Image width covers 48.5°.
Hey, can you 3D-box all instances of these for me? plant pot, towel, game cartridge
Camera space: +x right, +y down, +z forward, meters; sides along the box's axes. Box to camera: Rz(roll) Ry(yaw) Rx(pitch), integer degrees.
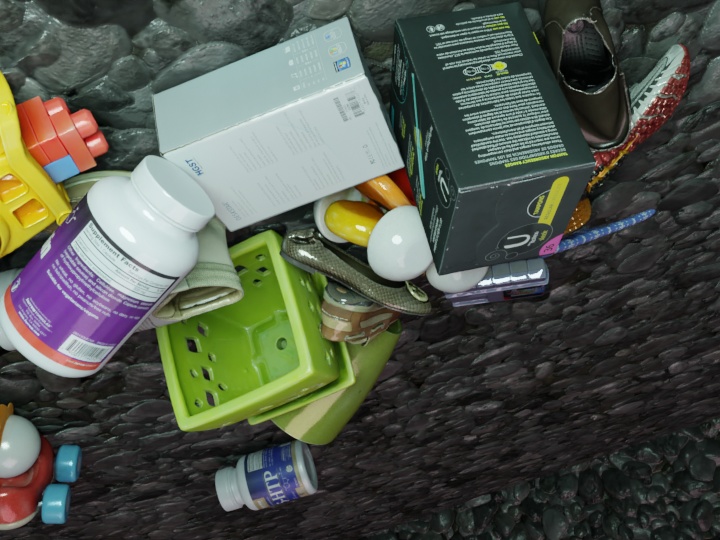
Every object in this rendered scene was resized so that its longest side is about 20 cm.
[{"bbox_3d":[-0.039,0.122,1.181,0.200,0.187,0.187,-45,142,21],"label":"plant pot"},{"bbox_3d":[0.268,-0.039,1.055,0.199,0.024,0.145,-18,178,-25],"label":"towel"},{"bbox_3d":[0.176,0.019,1.037,0.129,0.039,0.200,-4,172,10],"label":"game cartridge"},{"bbox_3d":[-0.128,0.091,1.043,0.199,0.201,0.181,-25,158,18],"label":"plant pot"}]

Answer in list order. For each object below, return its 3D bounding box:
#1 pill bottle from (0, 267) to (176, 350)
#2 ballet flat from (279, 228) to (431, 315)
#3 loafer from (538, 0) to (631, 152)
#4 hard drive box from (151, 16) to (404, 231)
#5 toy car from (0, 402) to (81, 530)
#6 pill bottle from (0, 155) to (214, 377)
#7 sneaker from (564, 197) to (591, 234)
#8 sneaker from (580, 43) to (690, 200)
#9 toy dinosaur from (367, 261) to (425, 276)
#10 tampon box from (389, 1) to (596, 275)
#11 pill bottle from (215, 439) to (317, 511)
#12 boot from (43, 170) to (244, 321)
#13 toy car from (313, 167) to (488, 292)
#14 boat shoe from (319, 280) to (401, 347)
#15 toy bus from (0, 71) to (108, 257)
[{"bbox_3d":[-0.311,0.025,0.909,0.199,0.115,0.114,-13,152,-2],"label":"pill bottle"},{"bbox_3d":[0.000,0.000,0.954,0.199,0.067,0.046,24,101,-9],"label":"ballet flat"},{"bbox_3d":[0.220,-0.185,0.782,0.073,0.071,0.200,-17,133,22],"label":"loafer"},{"bbox_3d":[-0.075,-0.134,0.779,0.199,0.077,0.156,-20,151,7],"label":"hard drive box"},{"bbox_3d":[-0.549,0.282,1.260,0.184,0.177,0.201,5,120,-9],"label":"toy car"},{"bbox_3d":[-0.224,-0.005,0.718,0.200,0.113,0.112,-45,144,14],"label":"pill bottle"},{"bbox_3d":[0.208,-0.064,1.073,0.199,0.076,0.092,-16,175,-8],"label":"sneaker"},{"bbox_3d":[0.281,-0.174,0.888,0.200,0.082,0.078,-46,156,16],"label":"sneaker"},{"bbox_3d":[0.044,-0.016,1.077,0.200,0.060,0.106,-13,152,-48],"label":"toy dinosaur"},{"bbox_3d":[0.114,-0.124,0.760,0.126,0.201,0.150,-11,152,-8],"label":"tampon box"},{"bbox_3d":[-0.203,0.447,1.720,0.199,0.120,0.120,-18,152,4],"label":"pill bottle"},{"bbox_3d":[-0.227,-0.023,0.820,0.199,0.155,0.072,-5,150,-21],"label":"boot"},{"bbox_3d":[0.058,-0.073,0.904,0.200,0.175,0.150,12,105,-41],"label":"toy car"},{"bbox_3d":[-0.003,0.057,1.033,0.200,0.075,0.074,8,103,-66],"label":"boat shoe"},{"bbox_3d":[-0.322,-0.104,0.671,0.192,0.136,0.200,-27,152,-7],"label":"toy bus"}]
